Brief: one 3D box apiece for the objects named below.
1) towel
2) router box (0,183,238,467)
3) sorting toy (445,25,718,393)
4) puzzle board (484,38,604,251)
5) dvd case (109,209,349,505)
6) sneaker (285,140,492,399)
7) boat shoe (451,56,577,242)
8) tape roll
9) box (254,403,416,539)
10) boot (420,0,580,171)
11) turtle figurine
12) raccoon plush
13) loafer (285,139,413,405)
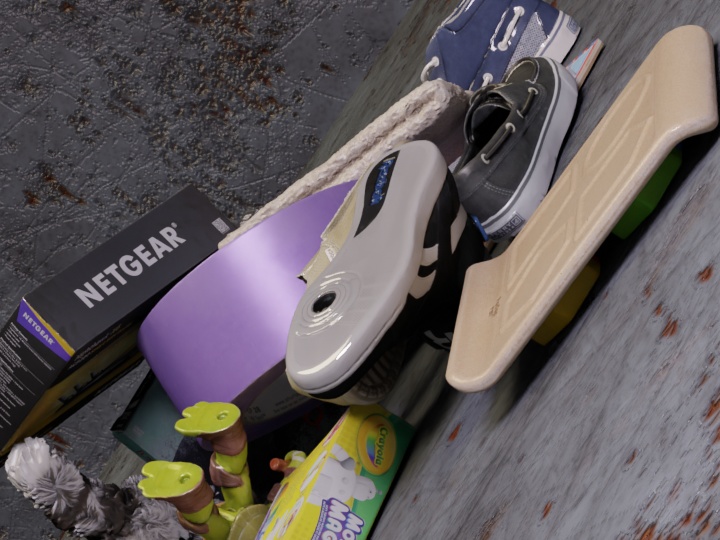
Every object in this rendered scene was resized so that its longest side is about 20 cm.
[{"bbox_3d":[0.001,-0.058,1.797,0.200,0.035,0.133,-38,-12,13],"label":"towel"},{"bbox_3d":[-0.185,0.042,1.772,0.200,0.052,0.157,-39,-9,-50],"label":"router box"},{"bbox_3d":[0.126,-0.032,1.424,0.200,0.036,0.185,-50,8,20],"label":"sorting toy"},{"bbox_3d":[0.096,-0.063,1.852,0.200,0.017,0.151,-60,7,-25],"label":"puzzle board"},{"bbox_3d":[-0.073,0.078,1.866,0.022,0.146,0.200,-17,37,54],"label":"dvd case"},{"bbox_3d":[0.031,0.025,1.525,0.073,0.112,0.200,-13,35,35],"label":"sneaker"},{"bbox_3d":[0.098,-0.095,1.743,0.069,0.057,0.200,-39,19,29],"label":"boat shoe"},{"bbox_3d":[-0.043,0.030,1.748,0.200,0.085,0.200,-31,-14,-8],"label":"tape roll"},{"bbox_3d":[-0.032,0.161,1.581,0.117,0.048,0.200,-51,10,47],"label":"box"},{"bbox_3d":[0.075,-0.130,2.001,0.200,0.090,0.073,-56,7,9],"label":"boot"},{"bbox_3d":[-0.087,0.173,1.670,0.200,0.064,0.161,-46,-43,-25],"label":"turtle figurine"},{"bbox_3d":[-0.160,0.174,1.790,0.097,0.200,0.134,-48,10,-22],"label":"raccoon plush"},{"bbox_3d":[0.000,0.000,1.614,0.068,0.076,0.200,-14,38,35],"label":"loafer"}]
